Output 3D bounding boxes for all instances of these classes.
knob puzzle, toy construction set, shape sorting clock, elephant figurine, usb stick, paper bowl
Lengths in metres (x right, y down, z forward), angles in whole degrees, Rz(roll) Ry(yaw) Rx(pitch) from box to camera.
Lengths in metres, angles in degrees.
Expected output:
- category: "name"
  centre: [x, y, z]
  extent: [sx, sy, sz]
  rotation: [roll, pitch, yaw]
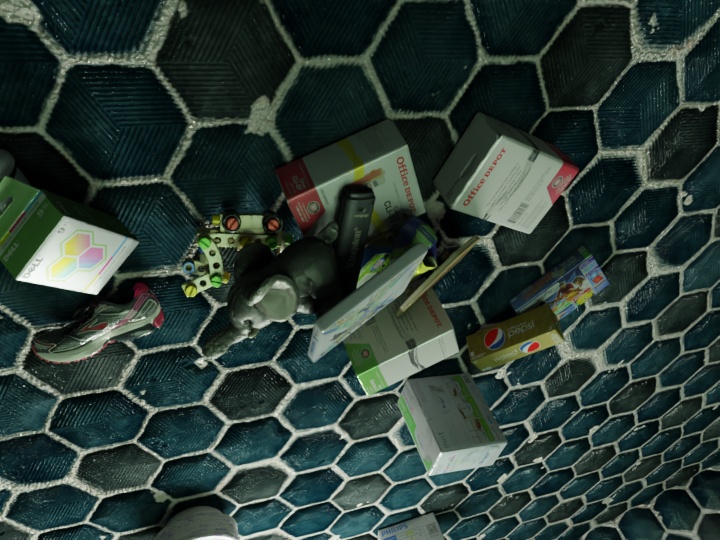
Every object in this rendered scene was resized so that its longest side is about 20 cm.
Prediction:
- category: "knob puzzle"
  centre: [0.136, -0.004, 1.077]
  extent: [0.219, 0.031, 0.220]
  rotation: [-42, 172, -7]
- category: "toy construction set"
  centre: [-0.180, -0.029, 0.959]
  extent: [0.198, 0.092, 0.133]
  rotation: [-4, 108, -31]
- category: "shape sorting clock"
  centre: [0.000, 0.000, 1.067]
  extent: [0.199, 0.039, 0.200]
  rotation: [-36, 164, -12]
- category: "elephant figurine"
  centre: [-0.131, 0.031, 0.888]
  extent: [0.198, 0.158, 0.141]
  rotation: [-10, 176, -30]
- category: "usb stick"
  centre: [-0.018, -0.035, 0.938]
  extent: [0.055, 0.033, 0.202]
  rotation: [-1, 125, -19]
- category: "paper bowl"
  centre: [-0.395, 0.649, 1.477]
  extent: [0.198, 0.105, 0.202]
  rotation: [-12, 134, -13]

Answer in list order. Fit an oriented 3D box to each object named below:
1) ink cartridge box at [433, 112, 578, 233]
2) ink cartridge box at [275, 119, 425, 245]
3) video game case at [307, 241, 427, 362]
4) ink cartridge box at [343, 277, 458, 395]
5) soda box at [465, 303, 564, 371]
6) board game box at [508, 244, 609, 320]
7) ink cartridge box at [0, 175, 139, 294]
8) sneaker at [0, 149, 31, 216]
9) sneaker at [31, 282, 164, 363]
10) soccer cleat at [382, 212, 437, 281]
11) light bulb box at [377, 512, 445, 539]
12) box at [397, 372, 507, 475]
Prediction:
- category: "ink cartridge box"
  centre: [0.245, -0.160, 1.037]
  extent: [0.198, 0.085, 0.146]
  rotation: [12, 125, -34]
- category: "ink cartridge box"
  centre: [-0.012, -0.123, 0.955]
  extent: [0.198, 0.084, 0.146]
  rotation: [-25, 136, -2]
- category: "video game case"
  centre: [0.006, 0.053, 0.930]
  extent: [0.199, 0.022, 0.183]
  rotation: [-36, 167, -19]
- category: "ink cartridge box"
  centre: [0.070, 0.124, 1.175]
  extent: [0.198, 0.146, 0.084]
  rotation: [-25, 136, -1]
- category: "soda box"
  centre: [0.336, 0.149, 1.340]
  extent: [0.198, 0.068, 0.064]
  rotation: [-26, 138, 24]
- category: "board game box"
  centre: [0.440, 0.048, 1.353]
  extent: [0.199, 0.035, 0.135]
  rotation: [-38, 134, 12]
- category: "ink cartridge box"
  centre: [-0.398, -0.038, 0.802]
  extent: [0.104, 0.059, 0.200]
  rotation: [-50, 160, 3]
- category: "sneaker"
  centre: [-0.504, -0.061, 0.793]
  extent: [0.198, 0.075, 0.115]
  rotation: [-31, 133, 1]
- category: "sneaker"
  centre: [-0.418, 0.080, 0.969]
  extent: [0.198, 0.081, 0.076]
  rotation: [-22, 122, -15]
- category: "soccer cleat"
  centre: [0.085, -0.015, 1.002]
  extent: [0.065, 0.083, 0.201]
  rotation: [-47, 162, -21]
- category: "light bulb box"
  centre: [0.173, 0.894, 1.893]
  extent: [0.195, 0.201, 0.126]
  rotation: [-12, 136, -13]
- category: "box"
  centre: [0.206, 0.346, 1.403]
  extent: [0.174, 0.201, 0.098]
  rotation: [-2, 132, -24]
